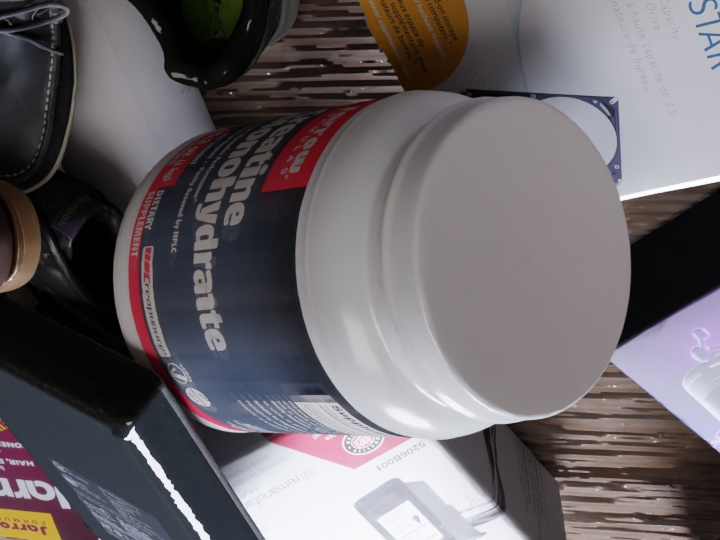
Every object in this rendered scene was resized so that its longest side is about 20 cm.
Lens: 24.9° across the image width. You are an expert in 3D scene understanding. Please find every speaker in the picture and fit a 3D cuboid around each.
[{"bbox_3d":[-0.133,-0.122,0.768,0.080,0.082,0.201,-3,132,21],"label":"speaker"}]

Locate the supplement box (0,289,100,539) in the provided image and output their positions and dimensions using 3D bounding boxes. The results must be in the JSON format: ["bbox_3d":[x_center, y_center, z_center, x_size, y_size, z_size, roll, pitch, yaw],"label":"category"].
[{"bbox_3d":[-0.199,0.055,0.906,0.109,0.086,0.201,3,134,15],"label":"supplement box"}]

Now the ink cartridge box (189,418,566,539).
[{"bbox_3d":[0.008,0.124,0.923,0.144,0.084,0.200,-30,124,19],"label":"ink cartridge box"}]

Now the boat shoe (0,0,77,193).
[{"bbox_3d":[-0.156,-0.117,0.671,0.074,0.062,0.202,0,121,-6],"label":"boat shoe"}]

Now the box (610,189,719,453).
[{"bbox_3d":[0.236,0.012,0.780,0.141,0.079,0.200,36,133,-20],"label":"box"}]

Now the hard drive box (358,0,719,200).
[{"bbox_3d":[0.115,-0.115,0.697,0.198,0.077,0.156,-12,129,27],"label":"hard drive box"}]

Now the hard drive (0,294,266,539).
[{"bbox_3d":[-0.117,0.095,0.798,0.139,0.033,0.201,23,153,33],"label":"hard drive"}]

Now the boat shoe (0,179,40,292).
[{"bbox_3d":[-0.227,-0.003,0.731,0.199,0.070,0.071,-17,90,44],"label":"boat shoe"}]

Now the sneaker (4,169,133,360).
[{"bbox_3d":[-0.156,-0.033,0.768,0.200,0.076,0.087,43,149,-12],"label":"sneaker"}]

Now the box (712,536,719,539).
[{"bbox_3d":[0.238,0.161,0.890,0.116,0.061,0.199,-5,157,-48],"label":"box"}]

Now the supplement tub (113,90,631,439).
[{"bbox_3d":[0.000,0.000,0.696,0.199,0.141,0.141,-5,134,49],"label":"supplement tub"}]

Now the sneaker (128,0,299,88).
[{"bbox_3d":[-0.076,-0.162,0.704,0.073,0.088,0.201,2,133,16],"label":"sneaker"}]
